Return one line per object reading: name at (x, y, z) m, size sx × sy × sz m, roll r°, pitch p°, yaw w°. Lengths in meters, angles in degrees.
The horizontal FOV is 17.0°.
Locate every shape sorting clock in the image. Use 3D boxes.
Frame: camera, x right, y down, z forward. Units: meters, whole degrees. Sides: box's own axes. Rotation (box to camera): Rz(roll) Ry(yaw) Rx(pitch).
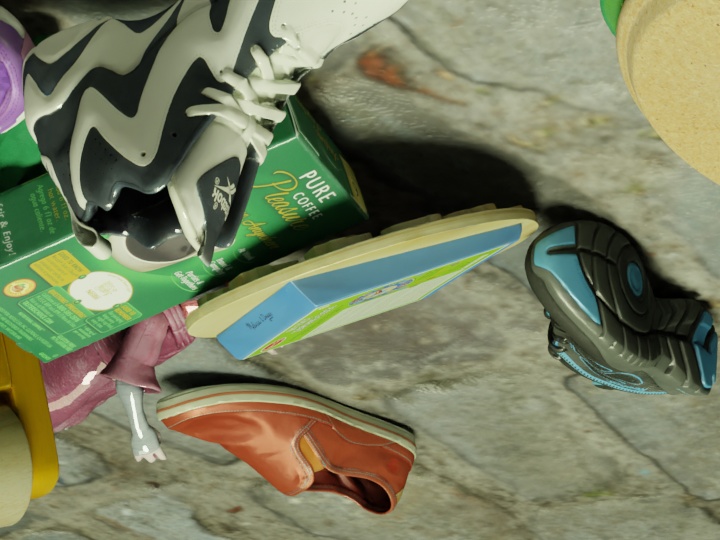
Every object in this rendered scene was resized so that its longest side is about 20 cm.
shape sorting clock at (0.000, 0.000, 1.308) m, size 0.200 × 0.039 × 0.200 m, roll -21°, pitch 174°, yaw -2°

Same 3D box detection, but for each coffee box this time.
coffee box at (-0.106, -0.025, 1.238) m, size 0.200 × 0.044 × 0.123 m, roll -24°, pitch 154°, yaw 10°

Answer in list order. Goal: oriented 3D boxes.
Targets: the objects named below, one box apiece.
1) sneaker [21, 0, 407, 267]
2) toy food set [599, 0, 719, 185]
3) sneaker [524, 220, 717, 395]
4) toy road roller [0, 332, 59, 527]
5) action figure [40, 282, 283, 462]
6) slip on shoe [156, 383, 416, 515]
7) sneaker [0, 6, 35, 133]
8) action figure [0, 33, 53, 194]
sneaker at (-0.053, -0.068, 1.064) m, size 0.199 × 0.130 × 0.079 m, roll -19°, pitch 151°, yaw 9°
toy food set at (0.203, -0.087, 1.057) m, size 0.200 × 0.049 × 0.198 m, roll 26°, pitch 151°, yaw -8°
sneaker at (0.135, 0.032, 1.388) m, size 0.082 × 0.073 × 0.200 m, roll -8°, pitch 154°, yaw 29°
toy road roller at (-0.266, 0.061, 1.354) m, size 0.123 × 0.200 × 0.146 m, roll -5°, pitch 164°, yaw -37°
action figure at (-0.138, 0.030, 1.436) m, size 0.200 × 0.134 × 0.149 m, roll -28°, pitch 100°, yaw 32°
slip on shoe at (-0.048, 0.120, 1.640) m, size 0.200 × 0.061 × 0.074 m, roll 20°, pitch 154°, yaw -31°
sneaker at (-0.249, -0.079, 1.132) m, size 0.200 × 0.088 × 0.081 m, roll -3°, pitch 115°, yaw 14°
action figure at (-0.176, -0.062, 1.233) m, size 0.118 × 0.055 × 0.200 m, roll 11°, pitch 153°, yaw -14°
